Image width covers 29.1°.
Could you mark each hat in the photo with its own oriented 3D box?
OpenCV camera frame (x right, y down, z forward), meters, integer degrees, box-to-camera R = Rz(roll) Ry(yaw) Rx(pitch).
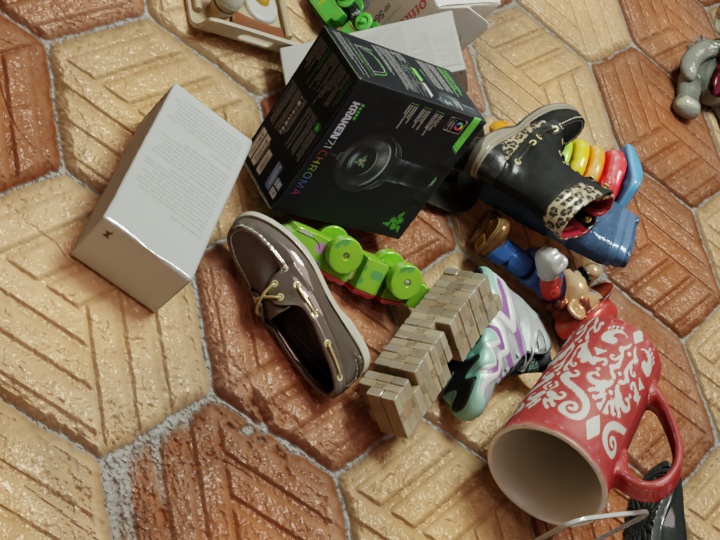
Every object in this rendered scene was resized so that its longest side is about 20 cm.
[{"bbox_3d":[0.090,-0.169,1.639,0.199,0.081,0.203,22,50,-29],"label":"hat"}]

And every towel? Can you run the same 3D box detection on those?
[{"bbox_3d":[0.239,-0.072,1.678,0.198,0.049,0.112,28,33,3],"label":"towel"}]

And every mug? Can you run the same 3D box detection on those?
[{"bbox_3d":[0.250,0.165,1.466,0.177,0.134,0.200,38,48,2],"label":"mug"}]

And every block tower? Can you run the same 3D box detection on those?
[{"bbox_3d":[0.072,0.078,1.427,0.200,0.054,0.058,-50,134,-35],"label":"block tower"}]

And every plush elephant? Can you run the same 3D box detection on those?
[{"bbox_3d":[0.576,-0.318,2.127,0.164,0.155,0.202,25,49,-28],"label":"plush elephant"}]

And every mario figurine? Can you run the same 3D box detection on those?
[{"bbox_3d":[0.228,-0.006,1.636,0.199,0.106,0.124,36,42,-15],"label":"mario figurine"}]

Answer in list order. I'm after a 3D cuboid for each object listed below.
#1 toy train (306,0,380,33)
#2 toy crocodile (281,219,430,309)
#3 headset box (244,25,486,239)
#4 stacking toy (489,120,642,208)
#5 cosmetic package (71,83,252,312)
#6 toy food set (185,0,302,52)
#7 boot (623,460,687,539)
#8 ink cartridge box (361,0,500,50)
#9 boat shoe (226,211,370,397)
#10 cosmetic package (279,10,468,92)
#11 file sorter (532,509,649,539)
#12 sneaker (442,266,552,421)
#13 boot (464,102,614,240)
[{"bbox_3d":[0.001,-0.267,1.620,0.201,0.056,0.042,56,11,24],"label":"toy train"},{"bbox_3d":[0.000,0.000,1.461,0.198,0.062,0.067,24,7,-27],"label":"toy crocodile"},{"bbox_3d":[0.008,-0.137,1.452,0.199,0.175,0.093,12,35,-42],"label":"headset box"},{"bbox_3d":[0.246,-0.133,1.755,0.198,0.110,0.117,26,30,-12],"label":"stacking toy"},{"bbox_3d":[-0.186,-0.072,1.328,0.101,0.071,0.201,36,44,-17],"label":"cosmetic package"},{"bbox_3d":[-0.130,-0.340,1.574,0.142,0.060,0.202,10,57,-37],"label":"toy food set"},{"bbox_3d":[0.389,0.335,1.571,0.199,0.066,0.166,36,52,-13],"label":"boot"},{"bbox_3d":[0.064,-0.351,1.706,0.124,0.128,0.202,-13,71,-46],"label":"ink cartridge box"},{"bbox_3d":[-0.069,0.034,1.364,0.201,0.072,0.059,55,38,-6],"label":"boat shoe"},{"bbox_3d":[0.015,-0.221,1.540,0.197,0.051,0.083,-12,61,2],"label":"cosmetic package"},{"bbox_3d":[0.243,0.355,1.383,0.138,0.124,0.202,3,61,-40],"label":"file sorter"},{"bbox_3d":[0.166,0.101,1.524,0.139,0.078,0.202,32,46,-21],"label":"sneaker"},{"bbox_3d":[0.233,-0.117,1.624,0.150,0.074,0.199,42,41,25],"label":"boot"}]
